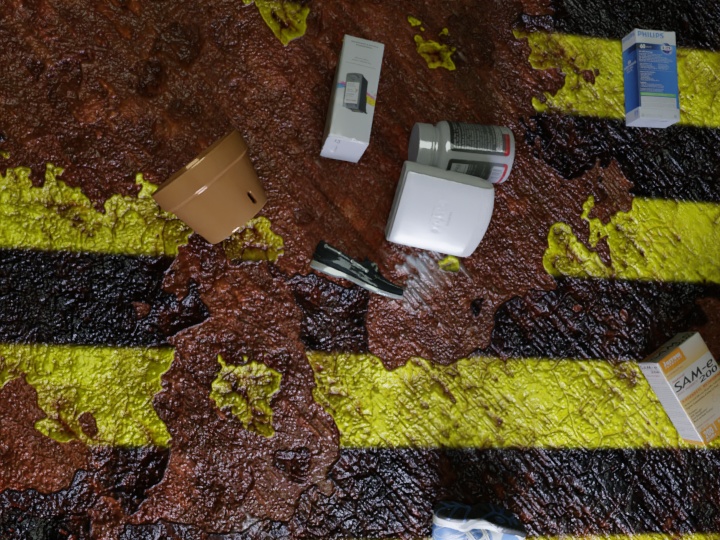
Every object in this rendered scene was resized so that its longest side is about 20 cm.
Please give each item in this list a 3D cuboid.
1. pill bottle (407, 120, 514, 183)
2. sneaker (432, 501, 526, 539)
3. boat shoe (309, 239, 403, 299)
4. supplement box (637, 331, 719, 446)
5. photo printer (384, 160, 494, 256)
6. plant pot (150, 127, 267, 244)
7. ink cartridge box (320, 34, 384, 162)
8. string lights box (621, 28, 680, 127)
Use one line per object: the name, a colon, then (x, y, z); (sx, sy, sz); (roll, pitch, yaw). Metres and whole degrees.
pill bottle: (0.202, -0.243, 1.393); (0.196, 0.114, 0.116); (4, 83, -10)
sneaker: (0.230, 0.507, 1.347); (0.196, 0.076, 0.078); (11, 104, -9)
boat shoe: (0.000, 0.000, 1.350); (0.197, 0.076, 0.061); (22, 86, -8)
supplement box: (0.701, 0.248, 1.451); (0.125, 0.074, 0.202); (-32, 90, -13)
photo printer: (0.162, -0.118, 1.362); (0.197, 0.070, 0.169); (12, 117, -9)
plant pot: (-0.265, -0.147, 1.269); (0.200, 0.200, 0.141); (-42, 109, -12)
ink cartridge box: (-0.018, -0.332, 1.346); (0.084, 0.148, 0.204); (9, 83, -8)
string lights box: (0.645, -0.426, 1.522); (0.101, 0.059, 0.204); (1, 84, -11)
